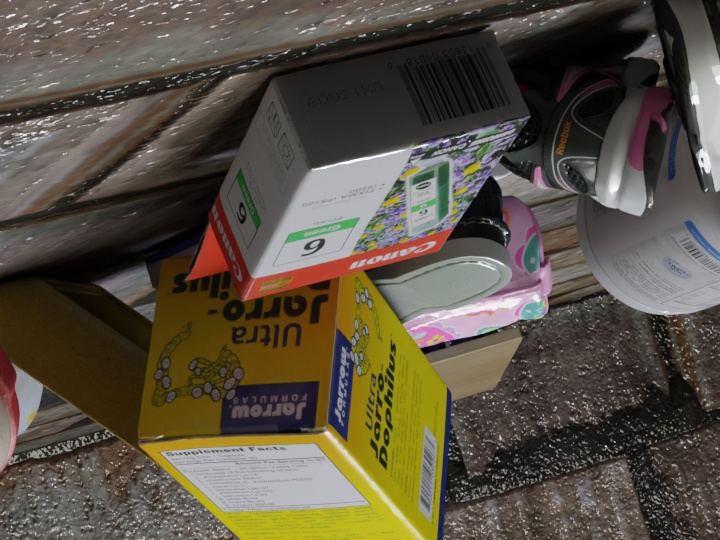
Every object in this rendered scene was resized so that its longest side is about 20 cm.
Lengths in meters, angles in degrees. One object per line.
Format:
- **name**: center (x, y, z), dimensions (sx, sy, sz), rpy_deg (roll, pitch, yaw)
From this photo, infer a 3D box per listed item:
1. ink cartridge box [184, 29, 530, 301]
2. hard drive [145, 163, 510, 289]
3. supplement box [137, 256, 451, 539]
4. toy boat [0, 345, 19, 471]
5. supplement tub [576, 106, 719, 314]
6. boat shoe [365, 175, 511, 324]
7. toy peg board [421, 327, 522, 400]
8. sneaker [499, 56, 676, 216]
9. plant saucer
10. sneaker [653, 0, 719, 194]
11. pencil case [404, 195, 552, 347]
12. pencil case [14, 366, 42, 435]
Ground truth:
- **ink cartridge box**: center (-0.008, -0.031, 0.993), dimensions (0.109, 0.051, 0.200), rpy_deg (-15, 159, -23)
- **hard drive**: center (-0.021, -0.033, 1.302), dimensions (0.132, 0.025, 0.200), rpy_deg (-12, 173, -43)
- **supplement box**: center (-0.030, 0.080, 1.193), dimensions (0.108, 0.110, 0.200), rpy_deg (-5, 152, 18)
- **toy boat**: center (-0.261, 0.055, 1.084), dimensions (0.199, 0.131, 0.131), rpy_deg (-19, -156, 19)
- **supplement tub**: center (0.231, -0.048, 1.384), dimensions (0.131, 0.133, 0.200), rpy_deg (-15, 176, -17)
- **boat shoe**: center (0.000, 0.000, 1.225), dimensions (0.199, 0.061, 0.076), rpy_deg (-16, 148, 28)
- **toy peg board**: center (0.105, 0.117, 3.081), dimensions (0.199, 0.098, 0.199), rpy_deg (-16, 159, -15)
- **sneaker**: center (0.102, -0.077, 1.072), dimensions (0.086, 0.081, 0.200), rpy_deg (14, -177, 0)
- **plant saucer**: center (-0.136, 0.063, 1.317), dimensions (0.049, 0.200, 0.200), rpy_deg (-57, 172, 3)
- **sneaker**: center (0.209, -0.096, 1.045), dimensions (0.115, 0.076, 0.201), rpy_deg (-17, 167, 7)
- **pencil case**: center (0.018, 0.016, 1.335), dimensions (0.199, 0.088, 0.087), rpy_deg (-16, 175, -14)
- **pencil case**: center (-0.276, 0.077, 1.315), dimensions (0.091, 0.083, 0.200), rpy_deg (-33, 170, 21)
